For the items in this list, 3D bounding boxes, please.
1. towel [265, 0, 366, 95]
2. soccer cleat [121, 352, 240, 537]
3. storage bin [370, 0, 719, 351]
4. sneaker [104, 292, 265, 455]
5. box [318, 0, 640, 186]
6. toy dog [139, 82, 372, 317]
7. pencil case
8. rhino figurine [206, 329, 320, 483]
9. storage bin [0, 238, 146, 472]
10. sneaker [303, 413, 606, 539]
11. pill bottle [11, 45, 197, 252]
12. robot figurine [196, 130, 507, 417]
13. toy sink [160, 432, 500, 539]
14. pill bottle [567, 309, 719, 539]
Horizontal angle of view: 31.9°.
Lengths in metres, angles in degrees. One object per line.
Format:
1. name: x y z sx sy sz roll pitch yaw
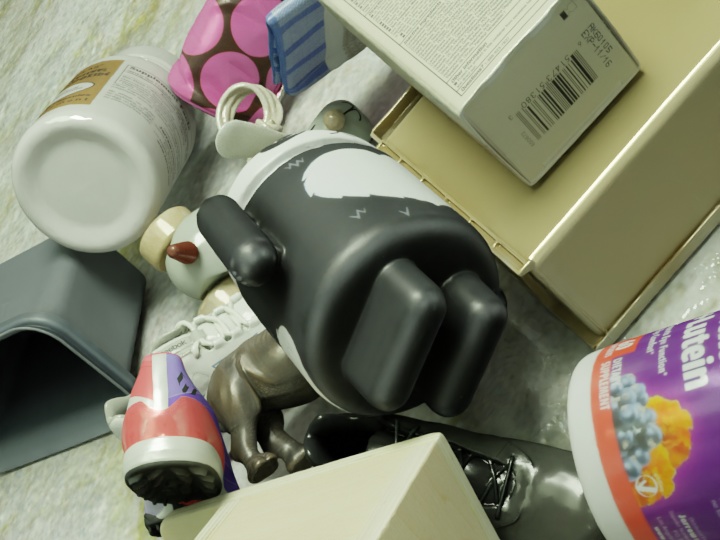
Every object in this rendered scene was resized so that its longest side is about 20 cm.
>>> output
1. towel: 0.022 -0.198 0.872 0.199 0.147 0.024 -34 82 -7
2. soccer cleat: -0.106 0.116 0.771 0.068 0.200 0.074 -5 66 -2
3. storage bin: 0.132 -0.094 0.758 0.200 0.094 0.199 -49 41 5
4. sneaker: -0.090 0.060 0.859 0.200 0.087 0.075 -49 41 4
5. box: 0.058 -0.144 0.730 0.095 0.078 0.200 -47 41 7
6. toy dog: -0.080 -0.051 0.903 0.131 0.096 0.201 22 82 11
7. pencil case: -0.068 -0.211 0.991 0.093 0.091 0.201 31 105 5
8. rhino figurine: -0.015 0.044 0.808 0.200 0.060 0.087 -41 60 -8
9. storage bin: -0.270 0.051 1.001 0.199 0.146 0.135 -24 39 29
10. sneaker: 0.048 0.118 0.690 0.199 0.091 0.076 0 67 41
11. pill bottle: -0.193 -0.107 1.006 0.114 0.115 0.200 -33 20 21
12. robot figurine: -0.001 -0.002 0.705 0.124 0.151 0.200 -36 39 -6
13. toy sink: -0.028 0.187 0.652 0.199 0.131 0.112 -20 15 31
14. pill bottle: 0.205 0.062 0.570 0.199 0.111 0.112 -22 50 30
